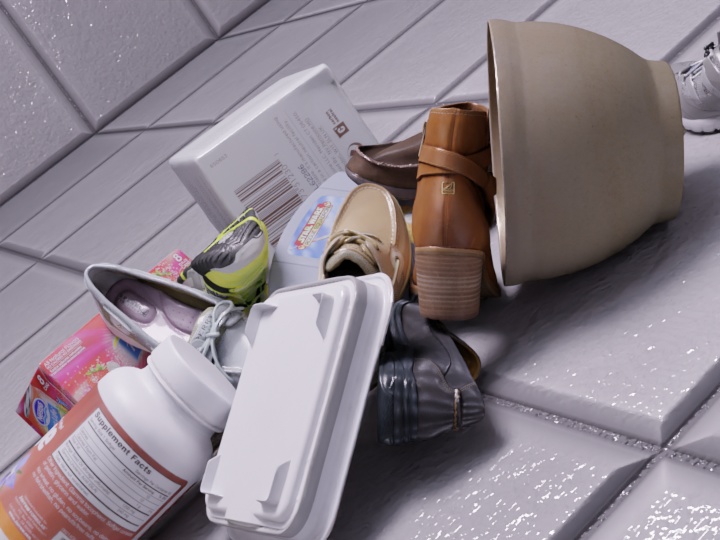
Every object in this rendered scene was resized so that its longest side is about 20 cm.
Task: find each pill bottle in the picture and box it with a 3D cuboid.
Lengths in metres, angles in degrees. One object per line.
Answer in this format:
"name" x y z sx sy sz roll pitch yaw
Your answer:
"pill bottle" -0.190 0.150 0.960 0.200 0.112 0.112 -45 20 1

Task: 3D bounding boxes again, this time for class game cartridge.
"game cartridge" -0.002 -0.022 1.081 0.133 0.042 0.200 11 40 14

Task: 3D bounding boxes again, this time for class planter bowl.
"planter bowl" 0.168 -0.092 0.917 0.134 0.201 0.200 -3 26 5

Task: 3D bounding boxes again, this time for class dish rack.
"dish rack" -0.054 0.095 0.868 0.171 0.043 0.201 -11 61 59

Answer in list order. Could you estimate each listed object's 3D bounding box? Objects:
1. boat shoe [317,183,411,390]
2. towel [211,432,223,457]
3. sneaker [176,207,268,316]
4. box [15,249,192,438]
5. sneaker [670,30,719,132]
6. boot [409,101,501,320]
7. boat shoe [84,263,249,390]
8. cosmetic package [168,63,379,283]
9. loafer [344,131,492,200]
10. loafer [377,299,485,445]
"boat shoe" 0.000 0.000 0.970 0.072 0.065 0.200 3 52 9
"towel" -0.099 0.091 1.091 0.200 0.034 0.133 -42 20 -1
"sneaker" -0.105 0.002 1.074 0.075 0.076 0.200 -43 3 -15
"box" -0.215 0.084 1.148 0.200 0.095 0.100 -45 -3 -41
"sneaker" 0.303 -0.163 0.981 0.075 0.082 0.200 -40 21 -14
"boot" 0.077 -0.052 0.943 0.073 0.155 0.200 2 7 2
"boat shoe" -0.151 0.047 1.041 0.202 0.065 0.075 25 71 28
"cosmetic package" -0.078 -0.096 1.274 0.166 0.168 0.200 -38 14 -11
"loafer" 0.080 -0.114 1.112 0.199 0.071 0.073 -9 29 -19
"loafer" 0.052 0.073 0.888 0.072 0.073 0.200 1 20 3
